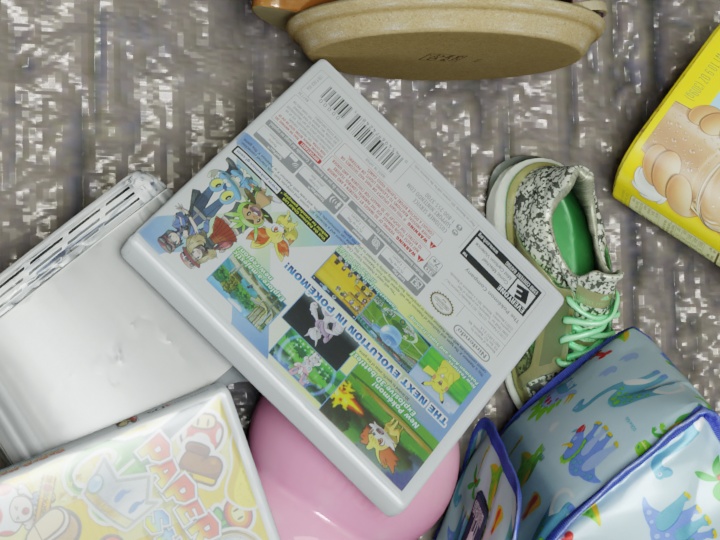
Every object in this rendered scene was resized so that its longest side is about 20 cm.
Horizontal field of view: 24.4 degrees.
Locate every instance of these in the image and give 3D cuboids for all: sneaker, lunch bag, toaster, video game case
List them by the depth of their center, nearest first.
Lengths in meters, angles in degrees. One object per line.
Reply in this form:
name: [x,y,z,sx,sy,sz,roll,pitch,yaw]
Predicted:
video game case: [-0.121,0.183,0.855,0.181,0.023,0.201,-21,102,-14]
video game case: [-0.003,0.004,0.910,0.200,0.022,0.182,45,53,-2]
toaster: [-0.134,0.036,0.915,0.200,0.114,0.129,-39,96,-15]
lunch bag: [0.122,0.143,0.935,0.200,0.170,0.128,-40,102,6]
sneaker: [0.130,0.024,1.022,0.076,0.089,0.202,-14,90,-20]

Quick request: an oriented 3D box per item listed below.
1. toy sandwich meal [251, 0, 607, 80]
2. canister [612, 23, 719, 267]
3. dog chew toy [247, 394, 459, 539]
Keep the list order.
toy sandwich meal: [0.042,-0.157,0.961,0.203,0.205,0.071,1,87,-19]
canister: [0.277,-0.051,1.046,0.199,0.087,0.149,34,76,14]
dog chew toy: [-0.031,0.144,0.942,0.124,0.124,0.201,35,83,-13]
